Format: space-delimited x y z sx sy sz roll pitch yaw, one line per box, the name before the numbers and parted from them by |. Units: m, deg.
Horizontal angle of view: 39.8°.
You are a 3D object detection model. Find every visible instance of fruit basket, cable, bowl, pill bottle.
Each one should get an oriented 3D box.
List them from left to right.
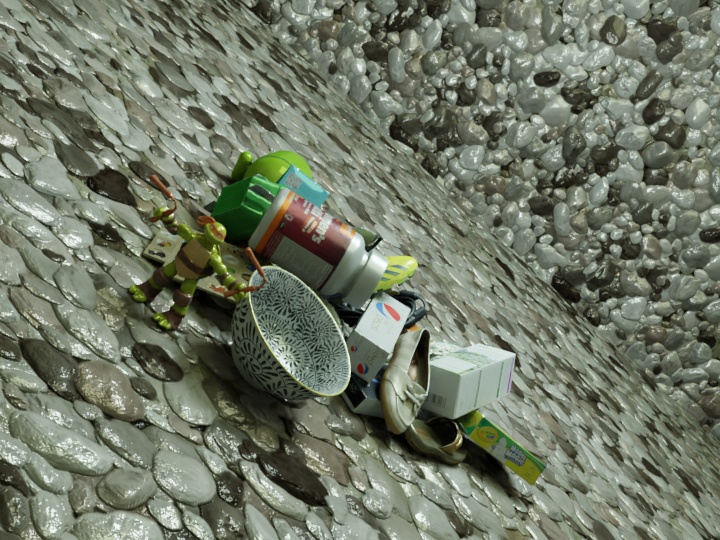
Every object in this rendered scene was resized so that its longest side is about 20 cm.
fruit basket | -0.140 -0.080 1.666 0.199 0.094 0.185 26 -22 -30
bowl | -0.113 0.103 1.352 0.201 0.094 0.201 43 27 -28
pill bottle | -0.063 -0.031 1.526 0.199 0.110 0.110 32 17 -6
cable | 0.026 0.061 1.798 0.162 0.051 0.200 21 21 20

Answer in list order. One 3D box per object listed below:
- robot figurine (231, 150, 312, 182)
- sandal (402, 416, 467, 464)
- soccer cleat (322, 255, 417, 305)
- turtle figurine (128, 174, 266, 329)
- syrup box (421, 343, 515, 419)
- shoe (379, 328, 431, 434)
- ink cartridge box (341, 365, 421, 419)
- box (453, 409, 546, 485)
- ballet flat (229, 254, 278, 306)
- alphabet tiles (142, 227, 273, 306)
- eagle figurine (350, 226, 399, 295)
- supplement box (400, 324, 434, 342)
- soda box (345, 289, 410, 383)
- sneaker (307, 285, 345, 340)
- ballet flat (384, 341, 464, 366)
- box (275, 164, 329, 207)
robot figurine | -0.159 -0.167 1.912 0.175 0.116 0.200 37 16 -1
sandal | 0.130 0.266 1.618 0.200 0.054 0.080 29 22 -55
soccer cleat | 0.000 0.000 1.649 0.065 0.199 0.084 -162 -123 -74
turtle figurine | -0.226 -0.015 1.284 0.200 0.161 0.064 43 16 -1
syrup box | 0.183 0.186 1.702 0.078 0.082 0.199 15 14 34
shoe | 0.075 0.168 1.563 0.070 0.053 0.201 46 36 -28
ink cartridge box | 0.032 0.193 1.604 0.200 0.039 0.100 22 25 -53
box | 0.221 0.287 1.732 0.200 0.048 0.117 37 -2 -26
ballet flat | -0.161 0.016 1.557 0.063 0.069 0.200 51 25 -4
alphabet tiles | -0.211 -0.006 1.453 0.199 0.006 0.167 22 24 -6
eagle figurine | -0.032 -0.024 1.779 0.152 0.151 0.200 52 6 -29
supplement box | 0.139 0.185 1.831 0.200 0.069 0.067 45 18 -3
soda box | 0.023 0.101 1.601 0.068 0.064 0.200 33 21 0
sneaker | -0.098 0.064 1.563 0.200 0.084 0.077 41 -35 55
ballet flat | 0.096 0.161 1.730 0.199 0.072 0.072 7 31 -22
box | -0.130 -0.110 1.739 0.082 0.049 0.200 38 -25 -9
